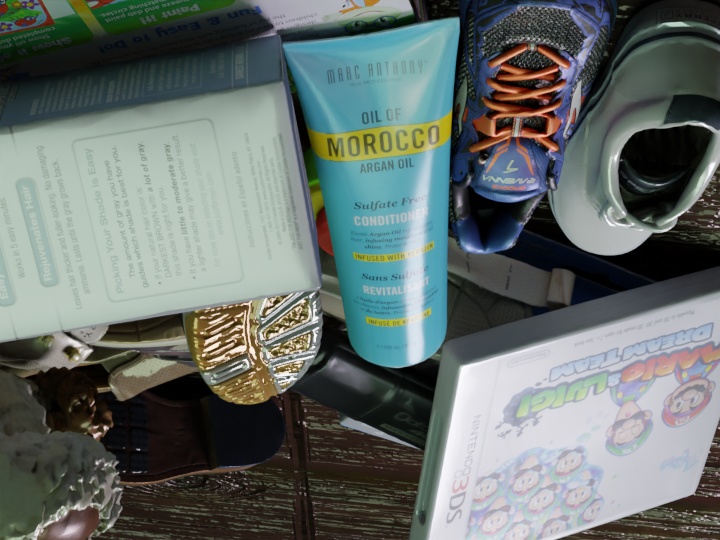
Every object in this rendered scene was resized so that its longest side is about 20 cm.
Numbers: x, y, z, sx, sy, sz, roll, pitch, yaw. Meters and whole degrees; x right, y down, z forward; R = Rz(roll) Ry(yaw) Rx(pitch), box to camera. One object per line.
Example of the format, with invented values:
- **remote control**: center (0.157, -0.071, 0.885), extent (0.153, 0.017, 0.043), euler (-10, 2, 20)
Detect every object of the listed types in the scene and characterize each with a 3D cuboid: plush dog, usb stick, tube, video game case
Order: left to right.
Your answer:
- **plush dog**: center (-0.220, 0.093, 0.920), extent (0.199, 0.161, 0.172), euler (-25, 172, 2)
- **tube**: center (0.012, -0.037, 0.863), extent (0.077, 0.051, 0.200), euler (-12, 137, -5)
- **usb stick**: center (0.041, 0.085, 1.080), extent (0.200, 0.033, 0.055), euler (27, 139, -29)
- **video game case**: center (0.126, 0.088, 1.050), extent (0.199, 0.024, 0.183), euler (-14, 135, -23)

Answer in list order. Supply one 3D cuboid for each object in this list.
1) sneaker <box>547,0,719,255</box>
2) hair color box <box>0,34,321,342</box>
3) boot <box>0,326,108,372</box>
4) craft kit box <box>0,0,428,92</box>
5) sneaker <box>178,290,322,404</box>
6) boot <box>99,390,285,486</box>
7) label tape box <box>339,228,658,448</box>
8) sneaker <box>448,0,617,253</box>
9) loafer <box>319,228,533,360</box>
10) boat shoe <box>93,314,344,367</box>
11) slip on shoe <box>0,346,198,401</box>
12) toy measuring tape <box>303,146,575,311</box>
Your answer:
- **sneaker**: center (0.132, -0.050, 0.895), extent (0.073, 0.071, 0.200), euler (7, 152, 0)
- **hair color box**: center (-0.123, -0.030, 0.784), extent (0.199, 0.061, 0.099), euler (-10, 117, 0)
- **boot**: center (-0.186, 0.001, 0.937), extent (0.200, 0.072, 0.154), euler (-11, 154, 44)
- **craft kit box**: center (-0.084, -0.127, 0.762), extent (0.199, 0.049, 0.198), euler (-12, 154, 8)
- **sneaker**: center (-0.077, -0.020, 0.955), extent (0.075, 0.088, 0.201), euler (-24, 130, -9)
- **boot**: center (-0.161, 0.119, 1.261), extent (0.199, 0.075, 0.097), euler (6, 161, -28)
- **label tape box**: center (0.096, 0.057, 1.114), extent (0.143, 0.066, 0.200), euler (20, 151, -23)
- **sneaker**: center (0.076, -0.073, 0.855), extent (0.075, 0.079, 0.200), euler (4, 152, 0)
- **loafer**: center (0.000, 0.000, 1.028), extent (0.199, 0.072, 0.063), euler (21, 169, -1)
- **boat shoe**: center (-0.105, 0.026, 1.097), extent (0.199, 0.072, 0.065), euler (-2, 147, 4)
- **slip on shoe**: center (-0.144, 0.055, 1.168), extent (0.199, 0.061, 0.076), euler (3, 152, 9)
- **toy measuring tape**: center (0.036, -0.028, 0.955), extent (0.199, 0.074, 0.074), euler (21, 150, -16)
